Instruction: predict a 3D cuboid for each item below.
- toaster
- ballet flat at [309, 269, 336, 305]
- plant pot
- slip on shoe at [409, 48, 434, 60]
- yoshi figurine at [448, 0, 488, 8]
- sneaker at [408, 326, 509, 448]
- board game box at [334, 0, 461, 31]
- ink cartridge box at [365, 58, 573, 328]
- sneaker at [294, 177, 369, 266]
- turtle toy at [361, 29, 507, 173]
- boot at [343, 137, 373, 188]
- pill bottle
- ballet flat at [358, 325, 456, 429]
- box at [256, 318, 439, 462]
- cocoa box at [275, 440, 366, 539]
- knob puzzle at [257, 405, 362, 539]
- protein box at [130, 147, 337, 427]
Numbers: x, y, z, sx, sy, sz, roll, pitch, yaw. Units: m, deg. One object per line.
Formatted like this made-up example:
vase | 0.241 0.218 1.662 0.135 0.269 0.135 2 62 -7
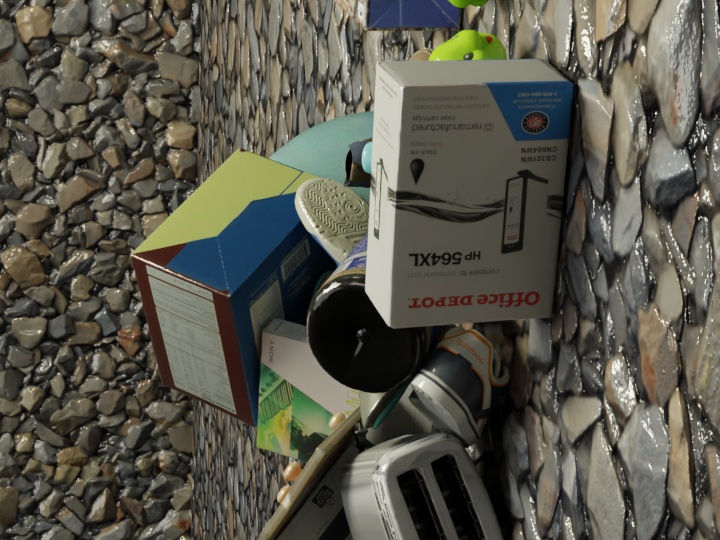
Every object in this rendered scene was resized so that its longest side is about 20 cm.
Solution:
toaster | 0.057 0.227 1.548 0.202 0.113 0.129 70 161 4
ballet flat | -0.027 0.102 1.794 0.072 0.067 0.202 29 111 41
plant pot | -0.042 -0.084 1.950 0.200 0.133 0.203 179 90 -79
slip on shoe | 0.063 -0.162 1.632 0.200 0.060 0.077 -112 23 -58
yoshi figurine | 0.074 -0.332 1.483 0.112 0.111 0.202 -63 -30 -83
sneaker | 0.093 0.105 1.519 0.080 0.078 0.200 -50 -9 -9
board game box | 0.032 -0.335 1.664 0.200 0.096 0.161 -124 34 -67
ink cartridge box | 0.085 -0.062 1.351 0.084 0.144 0.202 -125 34 -65
sneaker | -0.001 0.001 1.744 0.200 0.077 0.112 41 145 13
turtle toy | 0.071 -0.115 1.455 0.201 0.100 0.146 -57 33 22
boot | 0.020 -0.125 1.744 0.200 0.096 0.076 -128 44 -70
pill bottle | 0.034 0.017 1.521 0.200 0.111 0.113 -51 -29 -56
ballet flat | 0.030 0.088 1.587 0.068 0.064 0.200 -57 -10 30
box | -0.012 0.142 1.744 0.036 0.198 0.146 -44 -37 -56
cocoa box | -0.017 0.300 1.666 0.200 0.131 0.134 -50 -13 -23
knob puzzle | -0.061 0.213 1.662 0.220 0.030 0.220 -54 -8 -10
protein box | -0.122 0.018 1.824 0.199 0.134 0.201 -48 -33 -35
